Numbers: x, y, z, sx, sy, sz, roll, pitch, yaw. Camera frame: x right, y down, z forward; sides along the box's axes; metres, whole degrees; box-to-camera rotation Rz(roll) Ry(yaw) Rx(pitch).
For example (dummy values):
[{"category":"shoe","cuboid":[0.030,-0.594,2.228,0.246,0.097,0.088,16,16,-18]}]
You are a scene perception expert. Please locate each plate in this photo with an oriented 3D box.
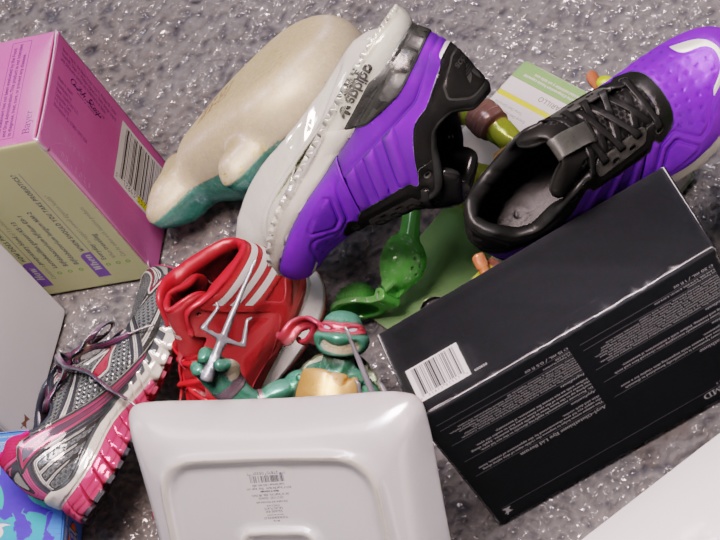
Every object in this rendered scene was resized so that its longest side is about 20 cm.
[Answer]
[{"category":"plate","cuboid":[-0.040,0.172,1.468,0.199,0.200,0.032,-3,17,26]}]

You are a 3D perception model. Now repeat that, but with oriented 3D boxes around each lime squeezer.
[{"category":"lime squeezer","cuboid":[0.000,0.000,1.628,0.071,0.038,0.200,45,106,20]}]

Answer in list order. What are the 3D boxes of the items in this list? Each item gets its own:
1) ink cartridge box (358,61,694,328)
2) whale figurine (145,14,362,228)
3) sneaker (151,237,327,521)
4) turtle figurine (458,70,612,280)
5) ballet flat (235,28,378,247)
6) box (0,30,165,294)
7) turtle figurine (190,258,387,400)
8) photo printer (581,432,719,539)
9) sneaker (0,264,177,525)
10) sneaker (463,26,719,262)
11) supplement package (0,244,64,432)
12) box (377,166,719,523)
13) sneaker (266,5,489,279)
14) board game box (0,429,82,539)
[{"category":"ink cartridge box","cuboid":[0.101,-0.029,1.616,0.145,0.048,0.200,32,74,38]},{"category":"whale figurine","cuboid":[-0.059,-0.088,1.718,0.200,0.104,0.159,-38,17,26]},{"category":"sneaker","cuboid":[-0.109,0.069,1.593,0.078,0.115,0.200,14,78,44]},{"category":"turtle figurine","cuboid":[0.108,-0.072,1.563,0.161,0.064,0.200,30,93,24]},{"category":"ballet flat","cuboid":[-0.021,-0.067,1.616,0.200,0.069,0.069,-58,46,18]},{"category":"box","cuboid":[-0.264,-0.065,1.745,0.200,0.176,0.097,-10,55,22]},{"category":"turtle figurine","cuboid":[-0.025,0.098,1.528,0.150,0.101,0.200,5,89,29]},{"category":"photo printer","cuboid":[0.204,0.190,1.395,0.200,0.069,0.166,-37,49,0]},{"category":"sneaker","cuboid":[-0.169,0.069,1.639,0.075,0.081,0.200,27,51,-3]},{"category":"sneaker","cuboid":[0.142,-0.073,1.457,0.200,0.100,0.070,-40,71,12]},{"category":"supplement package","cuboid":[-0.331,0.053,1.738,0.200,0.117,0.117,-3,57,25]},{"category":"box","cuboid":[0.132,0.048,1.484,0.200,0.141,0.079,-30,48,6]},{"category":"sneaker","cuboid":[0.016,-0.058,1.520,0.099,0.200,0.070,29,34,-1]},{"category":"board game box","cuboid":[-0.263,0.204,1.627,0.152,0.045,0.200,-5,55,9]}]
